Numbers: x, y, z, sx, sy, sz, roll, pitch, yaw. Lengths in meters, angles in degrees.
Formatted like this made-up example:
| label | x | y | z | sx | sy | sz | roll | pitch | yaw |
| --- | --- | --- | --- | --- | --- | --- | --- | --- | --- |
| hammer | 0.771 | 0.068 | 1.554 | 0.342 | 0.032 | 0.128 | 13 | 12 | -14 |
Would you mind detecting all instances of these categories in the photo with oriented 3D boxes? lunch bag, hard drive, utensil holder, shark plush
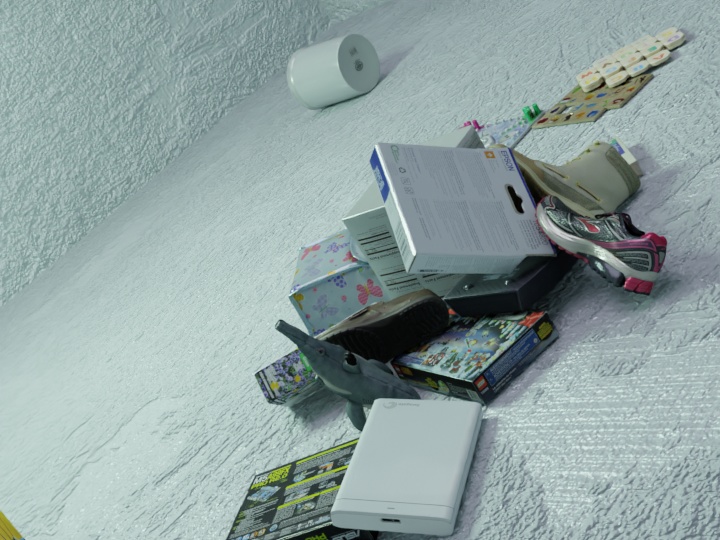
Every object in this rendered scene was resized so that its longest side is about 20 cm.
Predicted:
| label | x | y | z | sx | sy | sz | roll | pitch | yaw |
| --- | --- | --- | --- | --- | --- | --- | --- | --- | --- |
| lunch bag | 0.000 | 0.000 | 1.848 | 0.198 | 0.128 | 0.170 | -20 | 24 | 14 |
| hard drive | 0.209 | -0.001 | 1.557 | 0.134 | 0.043 | 0.200 | -9 | 22 | 42 |
| utensil holder | -0.070 | -0.529 | 3.168 | 0.199 | 0.171 | 0.170 | -7 | 32 | 46 |
| shark plush | -0.015 | 0.112 | 1.498 | 0.091 | 0.200 | 0.083 | -48 | 9 | -23 |
| hard drive | 0.056 | 0.213 | 1.324 | 0.131 | 0.027 | 0.200 | 0 | 30 | 16 |

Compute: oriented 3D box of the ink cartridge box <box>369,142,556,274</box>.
| label | x | y | z | sx | sy | sz | roll | pitch | yaw |
| --- | --- | --- | --- | --- | --- | --- | --- | --- | --- |
| ink cartridge box | 0.128 | -0.080 | 1.522 | 0.198 | 0.041 | 0.201 | 0 | 49 | -20 |

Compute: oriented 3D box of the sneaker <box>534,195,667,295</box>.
| label | x | y | z | sx | sy | sz | roll | pitch | yaw |
| --- | --- | --- | --- | --- | --- | --- | --- | --- | --- |
| sneaker | 0.297 | -0.044 | 1.462 | 0.200 | 0.080 | 0.075 | 39 | 111 | 43 |

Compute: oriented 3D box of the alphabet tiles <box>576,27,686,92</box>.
| label | x | y | z | sx | sy | sz | roll | pitch | yaw |
| --- | --- | --- | --- | --- | --- | --- | --- | --- | --- |
| alphabet tiles | 0.487 | -0.383 | 2.153 | 0.199 | 0.015 | 0.196 | -26 | 19 | 12 |

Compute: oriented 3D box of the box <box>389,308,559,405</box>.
| label | x | y | z | sx | sy | sz | roll | pitch | yaw |
| --- | --- | --- | --- | --- | --- | --- | --- | --- | --- |
| box | 0.141 | 0.099 | 1.512 | 0.137 | 0.040 | 0.200 | -40 | 20 | -21 |

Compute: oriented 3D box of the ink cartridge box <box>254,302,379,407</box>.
| label | x | y | z | sx | sy | sz | roll | pitch | yaw |
| --- | --- | --- | --- | --- | --- | --- | --- | --- | --- |
| ink cartridge box | -0.042 | 0.120 | 1.663 | 0.199 | 0.051 | 0.109 | -30 | -14 | 6 |

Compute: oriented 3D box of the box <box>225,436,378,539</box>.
| label | x | y | z | sx | sy | sz | roll | pitch | yaw |
| --- | --- | --- | --- | --- | --- | --- | --- | --- | --- |
| box | -0.058 | 0.276 | 1.392 | 0.199 | 0.044 | 0.161 | -24 | 21 | 24 |

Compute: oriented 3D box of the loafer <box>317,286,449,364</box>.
| label | x | y | z | sx | sy | sz | roll | pitch | yaw |
| --- | --- | --- | --- | --- | --- | --- | --- | --- | --- |
| loafer | 0.026 | 0.082 | 1.578 | 0.198 | 0.073 | 0.071 | -21 | 20 | 11 |

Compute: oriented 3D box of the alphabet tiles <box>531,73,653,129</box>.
| label | x | y | z | sx | sy | sz | roll | pitch | yaw |
| --- | --- | --- | --- | --- | --- | --- | --- | --- | --- |
| alphabet tiles | 0.418 | -0.307 | 2.105 | 0.167 | 0.008 | 0.199 | -42 | 21 | -24 |

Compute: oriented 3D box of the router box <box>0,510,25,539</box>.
| label | x | y | z | sx | sy | sz | roll | pitch | yaw |
| --- | --- | --- | --- | --- | --- | --- | --- | --- | --- |
| router box | -0.515 | 0.392 | 1.671 | 0.051 | 0.150 | 0.200 | -36 | 20 | -10 |

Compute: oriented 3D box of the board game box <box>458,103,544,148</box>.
| label | x | y | z | sx | sy | sz | roll | pitch | yaw |
| --- | --- | --- | --- | --- | --- | --- | --- | --- | --- |
| board game box | 0.218 | -0.235 | 2.215 | 0.199 | 0.026 | 0.200 | -9 | 31 | 51 |

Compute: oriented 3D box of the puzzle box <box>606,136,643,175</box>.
| label | x | y | z | sx | sy | sz | roll | pitch | yaw |
| --- | --- | --- | --- | --- | --- | --- | --- | --- | --- |
| puzzle box | 0.320 | -0.126 | 1.795 | 0.199 | 0.026 | 0.133 | -29 | 19 | 11 |

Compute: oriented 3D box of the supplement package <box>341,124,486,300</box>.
| label | x | y | z | sx | sy | sz | roll | pitch | yaw |
| --- | --- | --- | --- | --- | --- | --- | --- | --- | --- |
| supplement package | 0.115 | -0.059 | 1.689 | 0.146 | 0.201 | 0.192 | -14 | 27 | 41 |

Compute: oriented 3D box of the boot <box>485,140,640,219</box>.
| label | x | y | z | sx | sy | sz | roll | pitch | yaw |
| --- | --- | --- | --- | --- | --- | --- | --- | --- | --- |
| boot | 0.281 | -0.137 | 1.667 | 0.155 | 0.199 | 0.072 | -45 | -15 | -35 |
